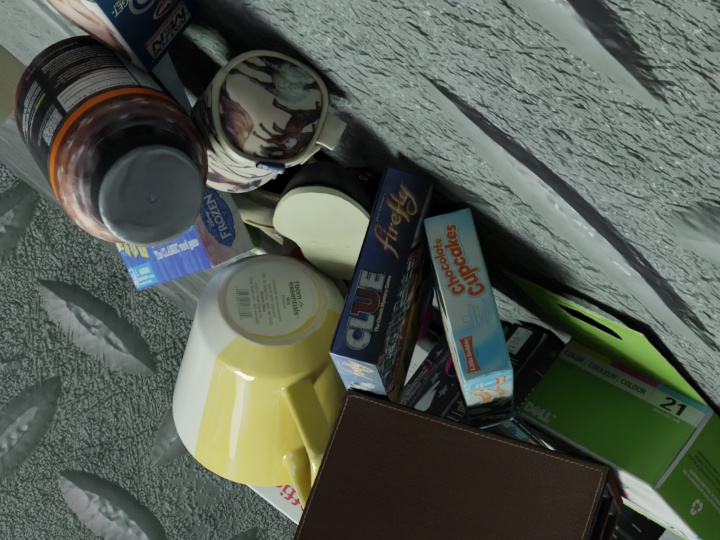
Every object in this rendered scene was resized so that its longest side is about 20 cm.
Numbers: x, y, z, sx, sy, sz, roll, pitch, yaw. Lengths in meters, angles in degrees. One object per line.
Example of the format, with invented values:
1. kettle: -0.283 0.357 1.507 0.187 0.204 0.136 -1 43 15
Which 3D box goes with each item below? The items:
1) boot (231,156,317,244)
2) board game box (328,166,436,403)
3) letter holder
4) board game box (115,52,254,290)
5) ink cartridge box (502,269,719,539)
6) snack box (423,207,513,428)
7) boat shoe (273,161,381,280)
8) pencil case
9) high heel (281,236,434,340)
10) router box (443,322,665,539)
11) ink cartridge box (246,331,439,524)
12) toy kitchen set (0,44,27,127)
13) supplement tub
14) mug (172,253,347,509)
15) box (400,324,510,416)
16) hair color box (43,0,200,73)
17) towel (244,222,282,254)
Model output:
1. boot: -0.107 -0.092 1.511 0.200 0.072 0.155 31 171 10
2. board game box: 0.021 0.020 1.355 0.035 0.136 0.200 15 167 8
3. letter holder: 0.068 0.189 1.351 0.200 0.142 0.101 15 164 18
4. board game box: -0.172 -0.089 1.495 0.200 0.041 0.200 66 156 -4
5. ink cartridge box: 0.175 0.098 1.340 0.148 0.076 0.200 28 168 48
6. snack box: 0.078 0.039 1.350 0.200 0.037 0.116 73 -177 -75
7. boat shoe: -0.016 -0.045 1.369 0.073 0.063 0.201 6 168 11
8. pencil case: -0.073 -0.098 1.312 0.089 0.078 0.200 37 172 -8
9. high heel: 0.000 0.000 1.542 0.067 0.096 0.200 16 152 31
10. router box: 0.155 0.161 1.502 0.200 0.150 0.062 41 171 -22
11. ink cartridge box: -0.025 0.124 1.774 0.147 0.200 0.146 36 -174 14
12. toy kitchen set: -0.354 -0.189 1.566 0.163 0.200 0.180 41 171 -16
13. supplement tub: -0.167 -0.084 1.292 0.107 0.107 0.200 43 -177 -32
14. mug: -0.056 0.075 1.467 0.186 0.149 0.153 33 147 17
15. box: 0.089 0.157 1.580 0.132 0.200 0.115 40 172 -17
16. hair color box: -0.187 -0.215 1.227 0.100 0.061 0.200 34 171 25
17. towel: -0.078 -0.027 1.665 0.200 0.023 0.153 31 -168 -17
